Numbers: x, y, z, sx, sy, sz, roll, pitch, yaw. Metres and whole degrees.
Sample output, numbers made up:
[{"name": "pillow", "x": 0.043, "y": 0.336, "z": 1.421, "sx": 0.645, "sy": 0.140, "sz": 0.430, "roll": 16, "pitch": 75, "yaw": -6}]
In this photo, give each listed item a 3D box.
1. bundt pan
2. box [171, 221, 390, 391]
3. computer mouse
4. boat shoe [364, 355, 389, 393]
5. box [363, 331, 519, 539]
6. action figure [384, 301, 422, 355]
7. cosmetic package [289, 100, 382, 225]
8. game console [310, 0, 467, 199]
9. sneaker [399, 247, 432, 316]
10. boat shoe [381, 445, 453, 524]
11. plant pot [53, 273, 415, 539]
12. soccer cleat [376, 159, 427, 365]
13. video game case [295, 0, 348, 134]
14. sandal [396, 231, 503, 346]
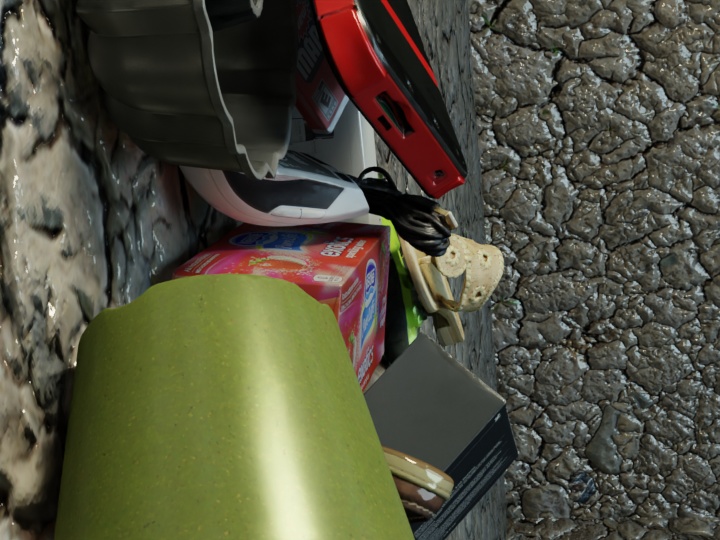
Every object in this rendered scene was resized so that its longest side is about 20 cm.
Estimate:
[{"name": "bundt pan", "x": -0.089, "y": -0.144, "z": 0.673, "sx": 0.202, "sy": 0.076, "sz": 0.202, "roll": -3, "pitch": 90, "yaw": -80}, {"name": "box", "x": -0.044, "y": 0.029, "z": 0.813, "sx": 0.200, "sy": 0.100, "sz": 0.096, "roll": -50, "pitch": 144, "yaw": -75}, {"name": "computer mouse", "x": -0.037, "y": -0.047, "z": 0.806, "sx": 0.200, "sy": 0.110, "sz": 0.044, "roll": 11, "pitch": 108, "yaw": -40}, {"name": "boat shoe", "x": -0.024, "y": 0.098, "z": 0.990, "sx": 0.200, "sy": 0.074, "sz": 0.073, "roll": -79, "pitch": -166, "yaw": -78}, {"name": "box", "x": 0.009, "y": 0.155, "z": 0.863, "sx": 0.200, "sy": 0.079, "sz": 0.141, "roll": -46, "pitch": 160, "yaw": -10}, {"name": "action figure", "x": 0.009, "y": 0.097, "z": 1.193, "sx": 0.118, "sy": 0.055, "sz": 0.200, "roll": -44, "pitch": 163, "yaw": -27}, {"name": "cosmetic package", "x": -0.035, "y": -0.121, "z": 0.969, "sx": 0.051, "sy": 0.082, "sz": 0.200, "roll": -65, "pitch": 151, "yaw": -70}, {"name": "game console", "x": 0.007, "y": -0.150, "z": 0.803, "sx": 0.200, "sy": 0.031, "sz": 0.177, "roll": 45, "pitch": 25, "yaw": -60}, {"name": "sneaker", "x": 0.013, "y": -0.042, "z": 1.159, "sx": 0.075, "sy": 0.106, "sz": 0.200, "roll": -79, "pitch": 164, "yaw": -52}, {"name": "boat shoe", "x": -0.033, "y": 0.134, "z": 0.693, "sx": 0.072, "sy": 0.200, "sz": 0.072, "roll": 32, "pitch": 60, "yaw": -36}, {"name": "plant pot", "x": -0.056, "y": 0.110, "z": 0.569, "sx": 0.200, "sy": 0.200, "sz": 0.190, "roll": 71, "pitch": 8, "yaw": -60}, {"name": "soccer cleat", "x": 0.000, "y": 0.000, "z": 1.050, "sx": 0.068, "sy": 0.081, "sz": 0.200, "roll": 62, "pitch": 11, "yaw": -64}, {"name": "video game case", "x": -0.040, "y": -0.206, "z": 0.851, "sx": 0.200, "sy": 0.017, "sz": 0.143, "roll": 52, "pitch": 55, "yaw": -45}, {"name": "sandal", "x": 0.079, "y": 0.000, "z": 1.032, "sx": 0.212, "sy": 0.070, "sz": 0.078, "roll": 61, "pitch": 13, "yaw": -67}]
